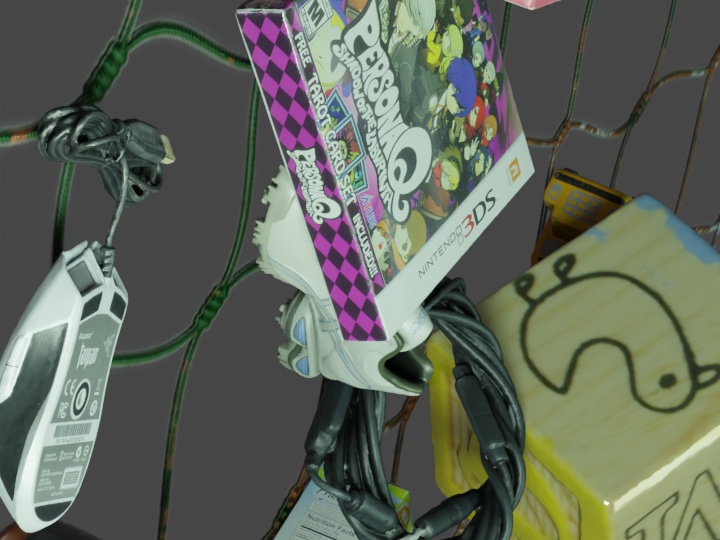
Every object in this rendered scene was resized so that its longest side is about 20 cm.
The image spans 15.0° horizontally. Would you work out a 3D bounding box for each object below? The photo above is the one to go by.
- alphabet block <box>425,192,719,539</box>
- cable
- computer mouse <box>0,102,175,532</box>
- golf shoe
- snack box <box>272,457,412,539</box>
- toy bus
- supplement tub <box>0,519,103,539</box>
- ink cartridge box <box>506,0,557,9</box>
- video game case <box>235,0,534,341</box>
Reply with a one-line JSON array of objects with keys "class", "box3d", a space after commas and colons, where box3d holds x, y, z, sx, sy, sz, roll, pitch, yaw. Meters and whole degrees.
[{"class": "alphabet block", "box3d": [0.181, 0.104, 1.880, 0.200, 0.195, 0.196, -34, 146, -20]}, {"class": "cable", "box3d": [0.048, 0.094, 1.707, 0.163, 0.051, 0.200, 39, 53, -26]}, {"class": "computer mouse", "box3d": [-0.141, 0.022, 1.269, 0.110, 0.044, 0.200, 8, 98, -74]}, {"class": "golf shoe", "box3d": [0.000, 0.000, 1.528, 0.078, 0.097, 0.200, -56, 156, -24]}, {"class": "snack box", "box3d": [-0.035, 0.247, 1.738, 0.200, 0.068, 0.169, -59, 158, -29]}, {"class": "toy bus", "box3d": [0.175, -0.009, 2.017, 0.078, 0.065, 0.200, -62, 160, -8]}, {"class": "supplement tub", "box3d": [-0.098, 0.201, 1.331, 0.107, 0.200, 0.107, -51, 154, -38]}, {"class": "ink cartridge box", "box3d": [0.114, -0.263, 1.561, 0.147, 0.083, 0.200, -26, 135, -61]}, {"class": "video game case", "box3d": [0.018, -0.093, 1.459, 0.181, 0.036, 0.200, -48, 129, -45]}]
